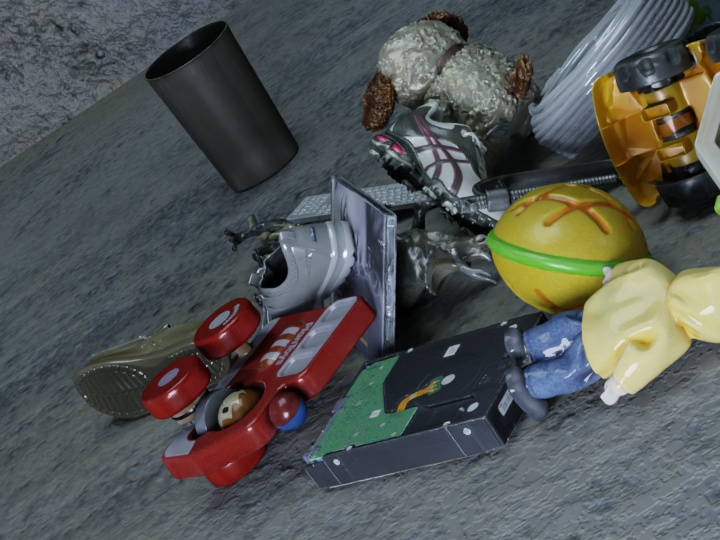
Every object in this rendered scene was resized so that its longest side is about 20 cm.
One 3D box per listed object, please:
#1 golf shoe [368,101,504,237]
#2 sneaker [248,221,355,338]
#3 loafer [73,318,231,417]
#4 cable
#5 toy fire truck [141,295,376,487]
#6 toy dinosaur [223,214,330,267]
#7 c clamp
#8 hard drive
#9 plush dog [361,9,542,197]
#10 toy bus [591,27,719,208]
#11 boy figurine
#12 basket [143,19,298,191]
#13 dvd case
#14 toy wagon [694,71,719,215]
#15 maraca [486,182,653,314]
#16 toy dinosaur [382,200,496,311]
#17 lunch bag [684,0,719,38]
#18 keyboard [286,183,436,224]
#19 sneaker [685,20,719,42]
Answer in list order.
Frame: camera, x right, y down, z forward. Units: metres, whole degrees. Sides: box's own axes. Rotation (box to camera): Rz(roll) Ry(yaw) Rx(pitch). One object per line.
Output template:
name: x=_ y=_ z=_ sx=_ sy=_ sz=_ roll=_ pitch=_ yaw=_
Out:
golf shoe: x=0.094 y=-0.098 z=1.664 sx=0.088 sy=0.077 sz=0.200 roll=-45 pitch=53 yaw=-4
sneaker: x=-0.075 y=0.018 z=1.661 sx=0.200 sy=0.082 sz=0.075 roll=117 pitch=151 yaw=-42
loafer: x=-0.216 y=0.103 z=1.824 sx=0.200 sy=0.076 sz=0.067 roll=-13 pitch=26 yaw=26
cable: x=0.246 y=-0.197 z=1.676 sx=0.200 sy=0.069 sz=0.200 roll=-50 pitch=3 yaw=21
toy fire truck: x=-0.089 y=0.104 z=1.533 sx=0.168 sy=0.112 sz=0.200 roll=-17 pitch=27 yaw=48
toy dinosaur: x=-0.104 y=-0.041 z=2.000 sx=0.088 sy=0.048 sz=0.200 roll=-25 pitch=17 yaw=-33
c clamp: x=0.181 y=-0.075 z=1.547 sx=0.200 sy=0.027 sz=0.171 roll=-10 pitch=10 yaw=-6
hard drive: x=0.058 y=0.109 z=1.404 sx=0.200 sy=0.038 sz=0.140 roll=-18 pitch=25 yaw=38
plush dog: x=0.095 y=-0.197 z=1.796 sx=0.200 sy=0.172 sz=0.161 roll=-49 pitch=-19 yaw=-33
toy bus: x=0.332 y=-0.154 z=1.473 sx=0.200 sy=0.136 sz=0.192 roll=-16 pitch=10 yaw=39
boy figurine: x=0.204 y=0.040 z=1.275 sx=0.200 sy=0.064 sz=0.124 roll=-24 pitch=41 yaw=24
basket: x=-0.185 y=-0.221 z=2.334 sx=0.136 sy=0.200 sz=0.180 roll=-33 pitch=20 yaw=2
dvd case: x=0.000 y=0.000 z=1.615 sx=0.016 sy=0.149 sz=0.200 roll=-3 pitch=14 yaw=-14
toy wagon: x=0.361 y=-0.100 z=1.299 sx=0.200 sy=0.040 sz=0.155 roll=13 pitch=73 yaw=20
maraca: x=0.173 y=-0.022 z=1.419 sx=0.137 sy=0.107 sz=0.200 roll=11 pitch=11 yaw=3
toy dinosaur: x=0.038 y=-0.004 z=1.632 sx=0.077 sy=0.102 sz=0.200 roll=-1 pitch=-21 yaw=-36
lunch bag: x=0.363 y=-0.301 z=1.805 sx=0.161 sy=0.083 sz=0.200 roll=-12 pitch=29 yaw=45
keyboard: x=0.013 y=-0.080 z=1.902 sx=0.200 sy=0.011 sz=0.056 roll=-6 pitch=32 yaw=29
sneaker: x=0.399 y=-0.221 z=1.606 sx=0.200 sy=0.076 sz=0.088 roll=-17 pitch=11 yaw=33
